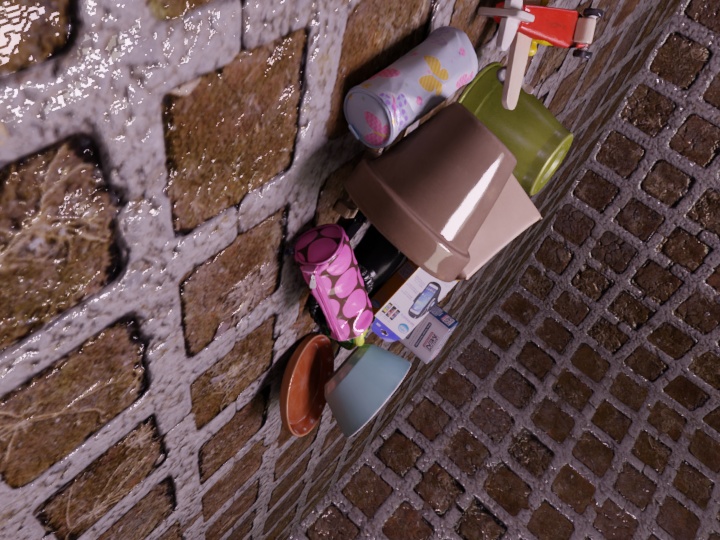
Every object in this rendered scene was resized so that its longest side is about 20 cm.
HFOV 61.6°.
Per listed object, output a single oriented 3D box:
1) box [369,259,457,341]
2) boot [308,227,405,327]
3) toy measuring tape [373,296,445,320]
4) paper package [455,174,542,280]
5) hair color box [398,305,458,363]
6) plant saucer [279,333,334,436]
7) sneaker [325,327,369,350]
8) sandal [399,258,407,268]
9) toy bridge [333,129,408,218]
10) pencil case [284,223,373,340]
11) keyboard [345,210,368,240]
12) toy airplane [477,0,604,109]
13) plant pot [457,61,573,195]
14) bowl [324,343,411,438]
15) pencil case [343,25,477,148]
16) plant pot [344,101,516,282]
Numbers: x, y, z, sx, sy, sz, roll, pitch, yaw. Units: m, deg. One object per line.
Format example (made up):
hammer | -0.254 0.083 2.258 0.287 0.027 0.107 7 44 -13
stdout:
box | 0.098 0.046 1.159 0.200 0.042 0.119 -45 136 3
boot | 0.002 0.002 1.078 0.157 0.079 0.213 -25 148 -56
toy measuring tape | 0.081 0.048 1.231 0.197 0.074 0.074 -13 145 -24
paper package | 0.169 -0.110 1.021 0.190 0.201 0.103 -37 -176 -17
hair color box | 0.102 0.095 1.309 0.060 0.199 0.101 -20 145 -59
plant saucer | -0.108 0.224 1.197 0.200 0.032 0.204 10 90 -69
sneaker | -0.031 0.114 1.234 0.200 0.083 0.075 129 -15 -75
sandal | 0.074 -0.017 1.267 0.054 0.082 0.200 -36 179 29
toy bridge | 0.027 -0.164 0.912 0.202 0.027 0.067 -58 163 19
pencil case | -0.040 0.027 0.923 0.201 0.089 0.095 67 23 -45
keyboard | 0.034 -0.126 0.947 0.201 0.020 0.127 -53 -172 10
toy airplane | 0.260 -0.387 0.943 0.200 0.141 0.200 -42 124 -4
plant pot | 0.280 -0.245 1.123 0.200 0.192 0.201 -45 161 -20
bowl | 0.000 0.228 1.228 0.201 0.105 0.201 -49 178 -2
pencil case | 0.066 -0.239 0.781 0.200 0.084 0.090 -43 -157 -30
plant pot | 0.107 -0.113 0.787 0.175 0.201 0.200 -46 164 15
